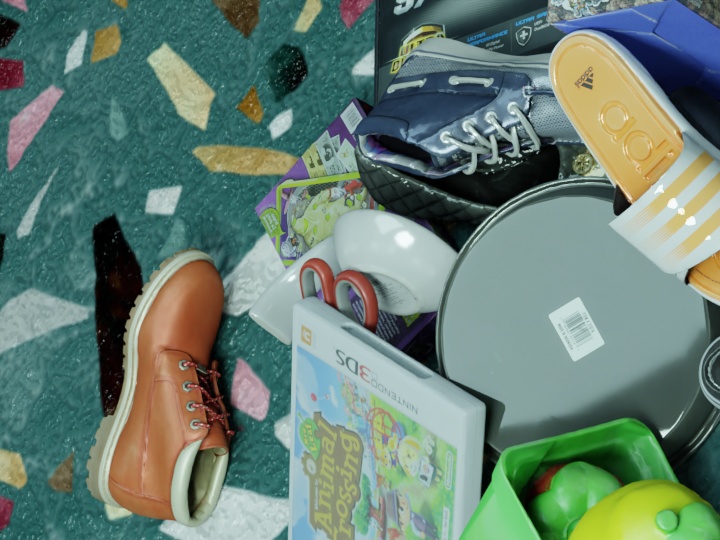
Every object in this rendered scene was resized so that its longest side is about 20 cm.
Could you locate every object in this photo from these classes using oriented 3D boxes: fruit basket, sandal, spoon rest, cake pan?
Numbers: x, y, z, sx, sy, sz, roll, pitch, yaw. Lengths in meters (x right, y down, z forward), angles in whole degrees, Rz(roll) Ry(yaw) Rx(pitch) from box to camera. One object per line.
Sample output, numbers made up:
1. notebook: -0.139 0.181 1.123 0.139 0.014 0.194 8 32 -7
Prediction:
1. fruit basket: 0.164 0.175 1.415 0.215 0.155 0.217 11 105 46
2. sandal: 0.171 -0.053 1.478 0.207 0.059 0.079 50 126 14
3. spoon rest: 0.000 0.000 1.687 0.200 0.099 0.061 -19 40 52
4. cake pan: 0.137 0.040 1.549 0.199 0.037 0.202 -1 86 19

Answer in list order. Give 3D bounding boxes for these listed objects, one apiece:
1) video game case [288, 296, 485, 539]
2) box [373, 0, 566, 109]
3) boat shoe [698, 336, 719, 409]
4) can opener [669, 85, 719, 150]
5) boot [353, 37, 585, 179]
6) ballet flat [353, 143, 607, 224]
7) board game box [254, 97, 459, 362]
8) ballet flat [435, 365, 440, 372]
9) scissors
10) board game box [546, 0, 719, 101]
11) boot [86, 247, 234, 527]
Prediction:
1. video game case: 0.013 0.141 1.626 0.182 0.022 0.201 31 128 45
2. box: 0.098 -0.197 1.733 0.199 0.046 0.160 -16 64 39
3. boat shoe: 0.279 0.054 1.428 0.199 0.066 0.070 1 80 33
4. can opener: 0.253 -0.045 1.525 0.200 0.078 0.064 43 146 42
5. boot: 0.093 -0.093 1.621 0.199 0.073 0.090 11 53 41
6. ballet flat: 0.086 -0.064 1.670 0.199 0.057 0.067 -1 66 28
7. board game box: 0.003 -0.014 1.763 0.120 0.032 0.201 -44 49 18
8. ballet flat: 0.123 0.015 1.611 0.200 0.072 0.072 -49 47 19
9. scissors: 0.007 0.086 1.660 0.073 0.014 0.201 0 112 50
10. board game box: 0.208 -0.227 1.561 0.096 0.159 0.201 -7 69 40
11. boot: -0.124 0.088 1.817 0.107 0.075 0.201 18 95 42
